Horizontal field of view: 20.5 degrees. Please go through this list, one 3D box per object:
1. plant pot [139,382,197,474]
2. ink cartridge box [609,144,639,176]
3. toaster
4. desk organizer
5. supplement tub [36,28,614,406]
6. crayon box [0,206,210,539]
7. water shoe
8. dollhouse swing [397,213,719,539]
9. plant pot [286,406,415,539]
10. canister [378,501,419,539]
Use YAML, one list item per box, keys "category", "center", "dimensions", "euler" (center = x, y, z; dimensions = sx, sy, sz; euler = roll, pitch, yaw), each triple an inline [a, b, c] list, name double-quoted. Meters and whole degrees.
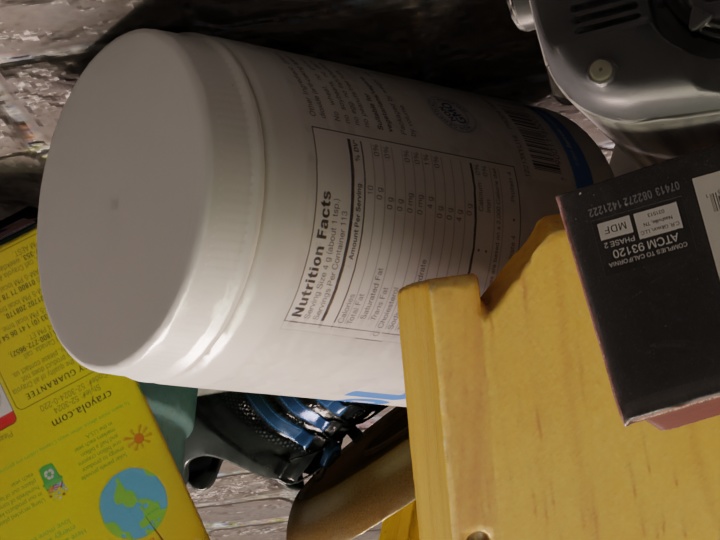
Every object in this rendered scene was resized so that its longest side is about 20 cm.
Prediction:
- category: "plant pot"
  center: [-0.173, 0.126, 0.990]
  dimensions: [0.200, 0.196, 0.200]
  euler: [-1, 162, 0]
- category: "ink cartridge box"
  center: [0.211, -0.002, 0.809]
  dimensions: [0.200, 0.084, 0.146]
  euler: [37, 142, -18]
- category: "toaster"
  center: [0.150, -0.096, 0.623]
  dimensions: [0.200, 0.114, 0.129]
  euler: [-15, 163, 12]
- category: "desk organizer"
  center: [0.169, -0.013, 0.593]
  dimensions: [0.200, 0.072, 0.077]
  euler: [-18, 167, 12]
- category: "supplement tub"
  center: [-0.009, -0.014, 0.771]
  dimensions: [0.200, 0.132, 0.132]
  euler: [8, 156, -35]
- category: "crayon box"
  center: [-0.152, 0.089, 0.868]
  dimensions: [0.127, 0.200, 0.051]
  euler: [-28, -163, -20]
- category: "water shoe"
  center: [-0.024, 0.078, 1.081]
  dimensions: [0.200, 0.079, 0.071]
  euler: [-11, 172, 29]
- category: "dollhouse swing"
  center: [0.111, 0.034, 0.736]
  dimensions: [0.200, 0.182, 0.176]
  euler: [-9, -159, -7]
- category: "plant pot"
  center: [0.034, 0.090, 1.100]
  dimensions: [0.200, 0.027, 0.200]
  euler: [-36, -178, 1]
- category: "canister"
  center: [0.113, 0.113, 1.096]
  dimensions: [0.200, 0.149, 0.087]
  euler: [-37, 107, 26]
